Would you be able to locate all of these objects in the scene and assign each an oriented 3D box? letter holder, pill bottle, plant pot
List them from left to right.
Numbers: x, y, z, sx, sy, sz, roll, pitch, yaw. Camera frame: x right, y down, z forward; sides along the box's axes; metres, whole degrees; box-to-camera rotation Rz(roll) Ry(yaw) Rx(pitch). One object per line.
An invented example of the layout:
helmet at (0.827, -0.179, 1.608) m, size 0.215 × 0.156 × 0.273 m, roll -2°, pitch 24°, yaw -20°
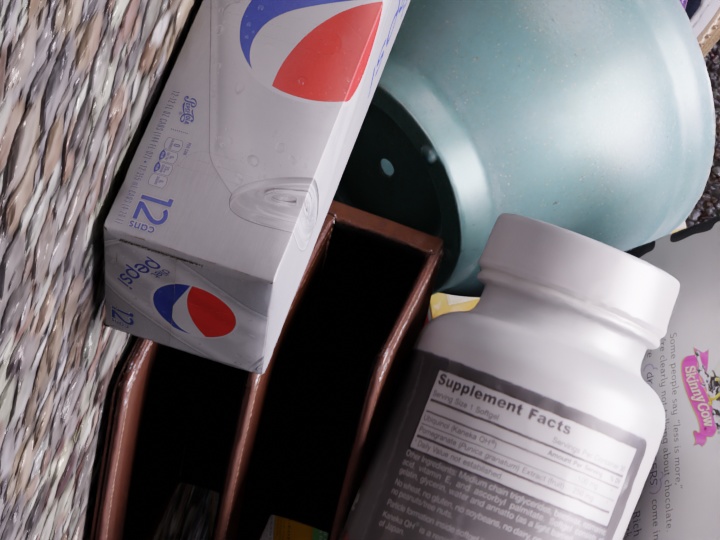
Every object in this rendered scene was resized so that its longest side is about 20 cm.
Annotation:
letter holder at (-0.047, 0.084, 1.038) m, size 0.201 × 0.100 × 0.143 m, roll 103°, pitch 9°, yaw -46°
plant pot at (0.044, -0.069, 1.138) m, size 0.134 × 0.200 × 0.201 m, roll -33°, pitch 151°, yaw -35°
pill bottle at (0.059, 0.084, 1.007) m, size 0.111 × 0.110 × 0.201 m, roll 56°, pitch 55°, yaw -83°

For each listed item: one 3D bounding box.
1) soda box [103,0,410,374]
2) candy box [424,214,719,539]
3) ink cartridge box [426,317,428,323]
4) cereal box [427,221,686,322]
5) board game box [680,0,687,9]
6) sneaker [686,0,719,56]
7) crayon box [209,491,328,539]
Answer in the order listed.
soda box at (-0.030, -0.067, 0.888) m, size 0.068 × 0.063 × 0.201 m, roll 99°, pitch 10°, yaw -58°
candy box at (0.112, 0.087, 1.091) m, size 0.199 × 0.071 × 0.169 m, roll -21°, pitch -124°, yaw 40°
ink cartridge box at (-0.001, 0.120, 1.521) m, size 0.201 × 0.050 × 0.162 m, roll 116°, pitch -18°, yaw -47°
cereal box at (0.091, -0.073, 1.315) m, size 0.040 × 0.143 × 0.202 m, roll 87°, pitch -5°, yaw -74°
board game box at (0.082, -0.144, 1.236) m, size 0.032 × 0.199 × 0.121 m, roll 28°, pitch 76°, yaw -42°
sneaker at (0.132, -0.129, 1.452) m, size 0.200 × 0.108 × 0.070 m, roll -48°, pitch 171°, yaw 20°
crayon box at (-0.013, 0.161, 1.228) m, size 0.200 × 0.051 × 0.127 m, roll -9°, pitch -104°, yaw 61°
